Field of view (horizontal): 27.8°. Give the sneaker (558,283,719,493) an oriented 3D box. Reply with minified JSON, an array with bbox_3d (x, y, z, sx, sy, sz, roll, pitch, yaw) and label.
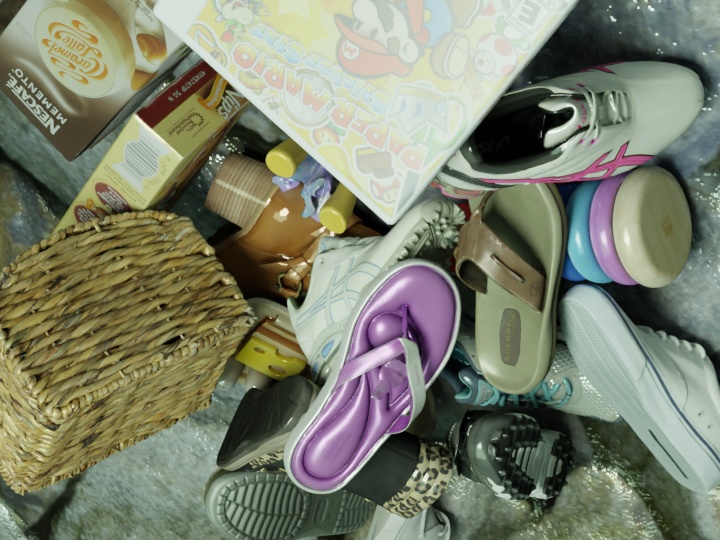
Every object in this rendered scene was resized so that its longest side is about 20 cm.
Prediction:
[{"bbox_3d":[0.220,0.076,1.085,0.200,0.071,0.073,52,161,-23],"label":"sneaker"}]

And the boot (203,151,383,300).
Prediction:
[{"bbox_3d":[-0.065,0.005,1.225,0.155,0.077,0.200,28,126,6],"label":"boot"}]

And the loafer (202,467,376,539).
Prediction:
[{"bbox_3d":[-0.072,0.202,1.306,0.070,0.200,0.075,26,98,42],"label":"loafer"}]

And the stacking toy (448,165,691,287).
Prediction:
[{"bbox_3d":[0.136,-0.025,1.064,0.200,0.085,0.085,-5,120,42],"label":"stacking toy"}]

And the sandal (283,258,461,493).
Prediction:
[{"bbox_3d":[0.015,0.086,1.045,0.082,0.050,0.203,20,111,-20],"label":"sandal"}]

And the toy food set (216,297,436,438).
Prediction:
[{"bbox_3d":[-0.050,0.107,1.247,0.200,0.060,0.144,27,147,-12],"label":"toy food set"}]

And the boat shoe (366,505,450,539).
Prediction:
[{"bbox_3d":[0.047,0.243,1.330,0.068,0.072,0.200,13,125,-4],"label":"boat shoe"}]

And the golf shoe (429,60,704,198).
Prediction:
[{"bbox_3d":[0.139,-0.091,0.933,0.092,0.200,0.073,176,78,-76],"label":"golf shoe"}]

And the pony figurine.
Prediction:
[{"bbox_3d":[0.010,-0.128,1.007,0.166,0.200,0.193,24,148,8],"label":"pony figurine"}]

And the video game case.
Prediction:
[{"bbox_3d":[-0.002,-0.156,0.843,0.200,0.023,0.182,42,119,4],"label":"video game case"}]

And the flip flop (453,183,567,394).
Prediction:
[{"bbox_3d":[0.097,0.001,1.020,0.081,0.058,0.200,20,123,39],"label":"flip flop"}]

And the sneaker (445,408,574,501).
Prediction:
[{"bbox_3d":[0.102,0.143,1.145,0.090,0.200,0.067,11,83,23],"label":"sneaker"}]

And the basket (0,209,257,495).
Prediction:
[{"bbox_3d":[-0.208,0.056,1.129,0.143,0.200,0.149,53,144,15],"label":"basket"}]

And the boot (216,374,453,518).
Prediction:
[{"bbox_3d":[-0.026,0.149,1.183,0.150,0.073,0.200,25,155,-15],"label":"boot"}]

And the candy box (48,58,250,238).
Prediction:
[{"bbox_3d":[-0.174,-0.081,1.189,0.055,0.115,0.200,44,135,-2],"label":"candy box"}]

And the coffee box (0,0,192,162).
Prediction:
[{"bbox_3d":[-0.201,-0.189,1.150,0.114,0.080,0.200,47,134,-6],"label":"coffee box"}]

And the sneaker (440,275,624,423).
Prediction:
[{"bbox_3d":[0.116,0.083,1.146,0.200,0.086,0.078,22,133,18],"label":"sneaker"}]

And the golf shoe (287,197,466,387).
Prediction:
[{"bbox_3d":[0.000,0.000,1.102,0.097,0.078,0.200,55,130,22],"label":"golf shoe"}]
